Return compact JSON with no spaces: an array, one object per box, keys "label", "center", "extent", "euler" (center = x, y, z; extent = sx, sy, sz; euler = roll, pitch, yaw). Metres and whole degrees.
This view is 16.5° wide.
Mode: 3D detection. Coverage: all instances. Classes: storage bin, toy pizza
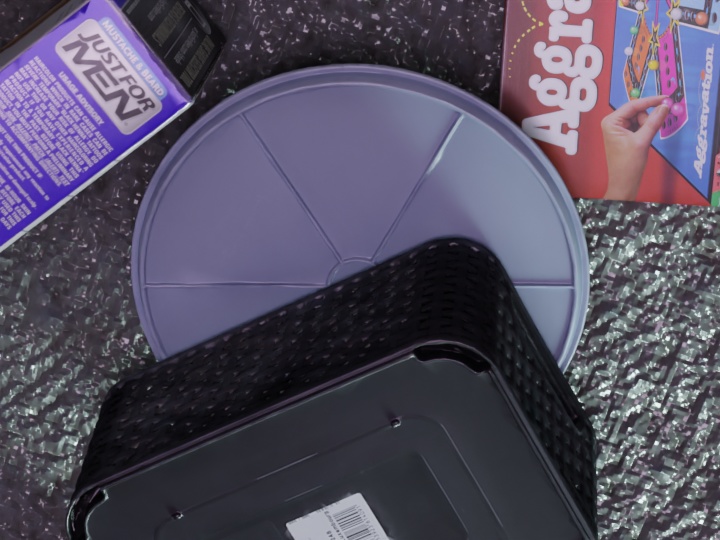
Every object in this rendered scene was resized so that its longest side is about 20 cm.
[{"label":"storage bin","center":[-0.009,0.092,1.065],"extent":[0.200,0.094,0.135],"euler":[-24,113,17]},{"label":"toy pizza","center":[0.000,0.000,1.086],"extent":[0.200,0.032,0.201],"euler":[2,117,4]}]

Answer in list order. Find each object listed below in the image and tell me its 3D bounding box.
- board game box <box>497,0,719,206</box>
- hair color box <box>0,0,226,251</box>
[{"label":"board game box","center":[0.113,-0.127,1.046],"extent":[0.103,0.019,0.201],"euler":[4,110,4]},{"label":"hair color box","center":[-0.156,-0.048,1.044],"extent":[0.200,0.109,0.065],"euler":[-35,102,14]}]
